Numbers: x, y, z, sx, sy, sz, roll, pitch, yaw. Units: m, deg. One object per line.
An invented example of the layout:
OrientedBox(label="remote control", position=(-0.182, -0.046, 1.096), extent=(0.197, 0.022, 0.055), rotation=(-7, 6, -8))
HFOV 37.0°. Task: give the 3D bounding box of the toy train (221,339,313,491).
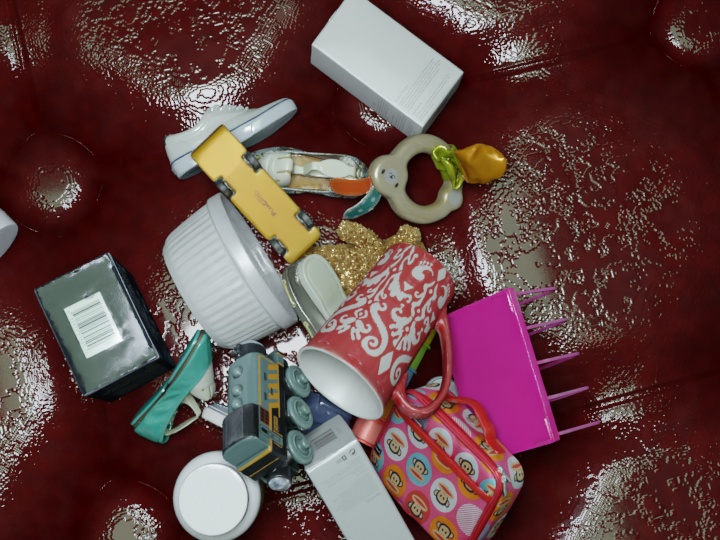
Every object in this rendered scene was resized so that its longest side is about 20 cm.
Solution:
OrientedBox(label="toy train", position=(-0.120, 0.178, 1.356), extent=(0.085, 0.114, 0.201), rotation=(-32, 39, 24))

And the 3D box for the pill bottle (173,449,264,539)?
OrientedBox(label="pill bottle", position=(-0.181, 0.289, 1.384), extent=(0.111, 0.200, 0.114), rotation=(0, 81, -2))

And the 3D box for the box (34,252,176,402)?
OrientedBox(label="box", position=(-0.328, 0.080, 1.408), extent=(0.106, 0.200, 0.150), rotation=(-27, 84, -8))

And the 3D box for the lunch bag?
OrientedBox(label="lunch bag", position=(0.117, 0.248, 1.405), extent=(0.200, 0.081, 0.178), rotation=(42, 120, 31))

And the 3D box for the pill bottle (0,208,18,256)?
OrientedBox(label="pill bottle", position=(-0.571, -0.095, 1.466), extent=(0.200, 0.114, 0.114), rotation=(42, 82, 4))

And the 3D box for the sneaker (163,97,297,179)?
OrientedBox(label="sneaker", position=(-0.187, -0.205, 1.523), extent=(0.198, 0.073, 0.071), rotation=(-28, 87, -6))

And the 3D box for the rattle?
OrientedBox(label="rattle", position=(0.077, -0.117, 1.469), extent=(0.198, 0.143, 0.132), rotation=(-4, 112, -30))

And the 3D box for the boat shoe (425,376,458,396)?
OrientedBox(label="boat shoe", position=(0.143, 0.240, 1.477), extent=(0.073, 0.065, 0.202), rotation=(-23, 83, -6))

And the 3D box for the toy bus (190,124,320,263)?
OrientedBox(label="toy bus", position=(-0.142, -0.104, 1.468), extent=(0.065, 0.078, 0.200), rotation=(-43, 103, -2))

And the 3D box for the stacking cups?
OrientedBox(label="stacking cups", position=(0.047, 0.148, 1.496), extent=(0.060, 0.061, 0.202), rotation=(26, 86, 1))

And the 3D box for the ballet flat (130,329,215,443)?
OrientedBox(label="ballet flat", position=(-0.234, 0.160, 1.438), extent=(0.070, 0.068, 0.200), rotation=(34, 119, -9))

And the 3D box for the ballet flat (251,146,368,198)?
OrientedBox(label="ballet flat", position=(-0.083, -0.143, 1.522), extent=(0.197, 0.072, 0.073), rotation=(4, 81, -2))

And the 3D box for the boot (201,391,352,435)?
OrientedBox(label="boot", position=(-0.112, 0.198, 1.472), extent=(0.198, 0.073, 0.091), rotation=(22, 79, -9))

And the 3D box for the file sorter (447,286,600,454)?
OrientedBox(label="file sorter", position=(0.217, 0.135, 1.446), extent=(0.124, 0.138, 0.202), rotation=(-6, 76, -42))

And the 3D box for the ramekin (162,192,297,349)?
OrientedBox(label="ramekin", position=(-0.177, 0.010, 1.434), extent=(0.104, 0.200, 0.201), rotation=(-32, 84, 2))

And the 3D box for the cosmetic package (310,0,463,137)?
OrientedBox(label="cosmetic package", position=(0.036, -0.292, 1.542), extent=(0.199, 0.085, 0.108), rotation=(38, 81, 4))

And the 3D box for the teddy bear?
OrientedBox(label="teddy bear", position=(0.000, 0.000, 1.505), extent=(0.197, 0.067, 0.147), rotation=(7, 83, -1))

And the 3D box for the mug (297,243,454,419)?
OrientedBox(label="mug", position=(0.040, 0.087, 1.397), extent=(0.178, 0.133, 0.201), rotation=(48, 61, -20))

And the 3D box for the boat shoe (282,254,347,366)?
OrientedBox(label="boat shoe", position=(-0.040, 0.076, 1.461), extent=(0.072, 0.060, 0.203), rotation=(-37, 103, -46))

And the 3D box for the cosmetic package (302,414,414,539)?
OrientedBox(label="cosmetic package", position=(-0.003, 0.303, 1.407), extent=(0.081, 0.113, 0.202), rotation=(-29, 104, -7))
